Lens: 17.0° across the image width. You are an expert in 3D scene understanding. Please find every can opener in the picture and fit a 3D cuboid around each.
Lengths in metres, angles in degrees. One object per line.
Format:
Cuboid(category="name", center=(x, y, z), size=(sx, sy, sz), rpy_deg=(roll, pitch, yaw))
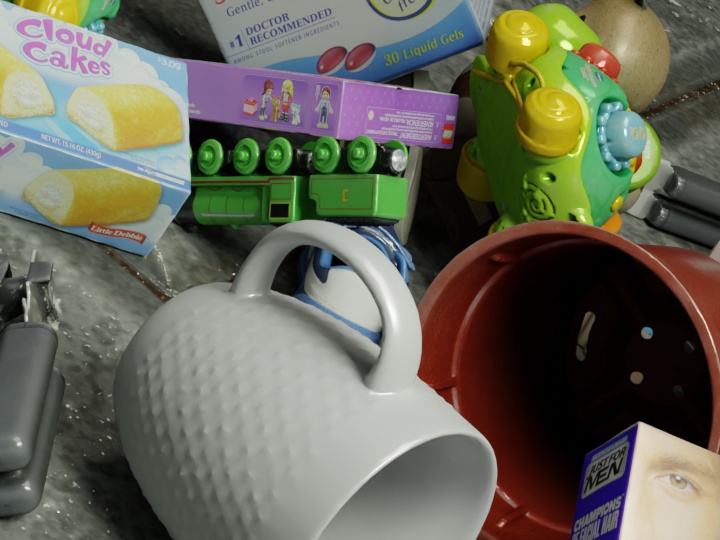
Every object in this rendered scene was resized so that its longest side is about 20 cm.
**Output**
Cuboid(category="can opener", center=(0.246, -0.063, 1.904), size=(0.199, 0.053, 0.067), rpy_deg=(21, 27, -19))
Cuboid(category="can opener", center=(-0.192, 0.056, 1.275), size=(0.066, 0.054, 0.201), rpy_deg=(-4, 30, 3))

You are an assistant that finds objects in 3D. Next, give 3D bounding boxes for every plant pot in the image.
Cuboid(category="plant pot", center=(0.153, 0.066, 1.456), size=(0.200, 0.201, 0.195), rpy_deg=(40, 19, 18))

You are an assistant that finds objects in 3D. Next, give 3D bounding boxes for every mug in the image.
Cuboid(category="mug", center=(-0.032, 0.070, 1.230), size=(0.147, 0.201, 0.175), rpy_deg=(-11, 41, -46))

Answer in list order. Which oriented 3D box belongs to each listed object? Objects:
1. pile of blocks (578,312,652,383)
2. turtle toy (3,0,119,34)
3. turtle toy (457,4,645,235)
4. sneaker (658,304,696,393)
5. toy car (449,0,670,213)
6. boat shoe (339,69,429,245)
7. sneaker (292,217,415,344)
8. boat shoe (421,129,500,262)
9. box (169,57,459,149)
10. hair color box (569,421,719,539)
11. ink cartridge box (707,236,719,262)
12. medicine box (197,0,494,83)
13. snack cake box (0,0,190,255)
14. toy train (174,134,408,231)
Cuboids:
Cuboid(category="pile of blocks", center=(0.185, 0.020, 1.689), size=(0.082, 0.062, 0.201), rpy_deg=(18, 30, -24))
Cuboid(category="turtle toy", center=(-0.196, -0.210, 1.577), size=(0.145, 0.201, 0.101), rpy_deg=(16, -17, 38))
Cuboid(category="turtle toy", center=(0.125, -0.096, 1.562), size=(0.100, 0.146, 0.201), rpy_deg=(-2, 46, -14))
Cuboid(category="sneaker", center=(0.241, 0.059, 1.630), size=(0.089, 0.079, 0.200), rpy_deg=(-5, -15, 30))
Cuboid(category="toy car", center=(0.161, -0.154, 1.749), size=(0.157, 0.201, 0.164), rpy_deg=(26, -12, -9))
Cuboid(category="boat shoe", center=(0.014, -0.084, 1.688), size=(0.059, 0.072, 0.201), rpy_deg=(10, 34, -2))
Cuboid(category="sneaker", center=(0.000, 0.000, 1.513), size=(0.073, 0.083, 0.200), rpy_deg=(25, 26, -6))
Cuboid(category="boat shoe", center=(0.101, -0.007, 1.642), size=(0.075, 0.074, 0.203), rpy_deg=(44, 26, -44))
Cuboid(category="box", center=(-0.055, -0.111, 1.576), size=(0.199, 0.039, 0.136), rpy_deg=(10, 5, 34))
Cuboid(category="hair color box", center=(0.161, 0.194, 1.259), size=(0.109, 0.065, 0.201), rpy_deg=(22, 59, -16))
Cuboid(category="ink cartridge box", center=(0.309, 0.053, 1.780), size=(0.175, 0.045, 0.200), rpy_deg=(8, 35, -39))
Cuboid(category="medicine box", center=(-0.026, -0.232, 1.686), size=(0.103, 0.181, 0.201), rpy_deg=(-76, 143, -62))
Cuboid(category="snack cake box", center=(-0.205, -0.097, 1.459), size=(0.199, 0.067, 0.116), rpy_deg=(17, 45, -24))
Cuboid(category="toy train", center=(-0.048, -0.053, 1.480), size=(0.199, 0.057, 0.042), rpy_deg=(1, -3, 44))
